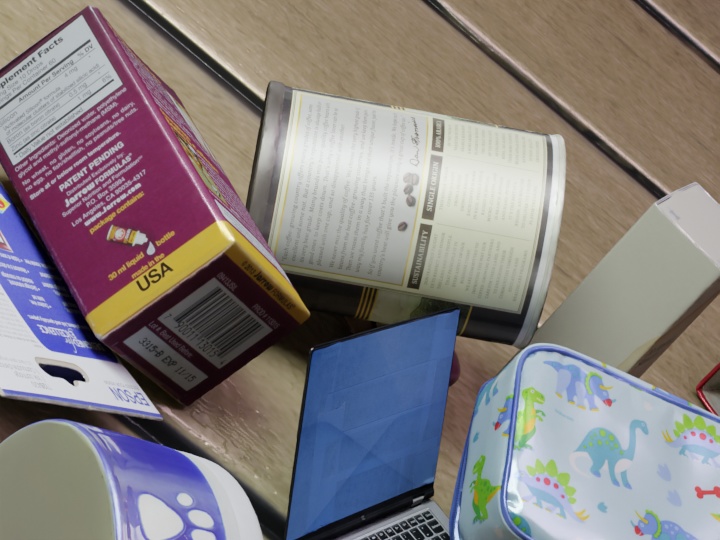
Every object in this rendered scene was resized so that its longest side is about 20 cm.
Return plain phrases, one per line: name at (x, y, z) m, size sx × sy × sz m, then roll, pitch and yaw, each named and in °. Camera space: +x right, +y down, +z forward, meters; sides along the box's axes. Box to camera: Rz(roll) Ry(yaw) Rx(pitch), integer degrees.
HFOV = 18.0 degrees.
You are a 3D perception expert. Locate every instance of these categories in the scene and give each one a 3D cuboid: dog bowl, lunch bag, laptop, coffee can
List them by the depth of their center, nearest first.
dog bowl at (-0.128, 0.170, 1.007) m, size 0.079 × 0.200 × 0.201 m, roll 21°, pitch 33°, yaw -32°
laptop at (0.045, 0.145, 1.379) m, size 0.200 × 0.116 × 0.187 m, roll 50°, pitch 28°, yaw 16°
lunch bag at (0.159, 0.143, 1.411) m, size 0.199 × 0.082 × 0.161 m, roll 24°, pitch 52°, yaw -17°
coffee can at (0.024, -0.036, 1.506) m, size 0.199 × 0.147 × 0.147 m, roll 10°, pitch 32°, yaw -4°

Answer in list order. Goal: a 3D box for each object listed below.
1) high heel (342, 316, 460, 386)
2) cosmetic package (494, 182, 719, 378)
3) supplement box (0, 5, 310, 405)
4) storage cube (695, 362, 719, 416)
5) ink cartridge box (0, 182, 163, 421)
high heel at (0.000, 0.000, 1.585) m, size 0.200 × 0.067 × 0.096 m, roll 54°, pitch 18°, yaw 15°
cosmetic package at (0.189, 0.036, 1.644) m, size 0.073 × 0.200 × 0.103 m, roll 47°, pitch 27°, yaw 11°
supplement box at (-0.135, -0.039, 1.378) m, size 0.200 × 0.103 × 0.131 m, roll 58°, pitch 6°, yaw 29°
storage cube at (0.425, 0.106, 1.897) m, size 0.179 × 0.171 × 0.200 m, roll 2°, pitch 46°, yaw -54°
ink cartridge box at (-0.216, 0.010, 1.253) m, size 0.200 × 0.047 × 0.198 m, roll 55°, pitch 12°, yaw 18°
